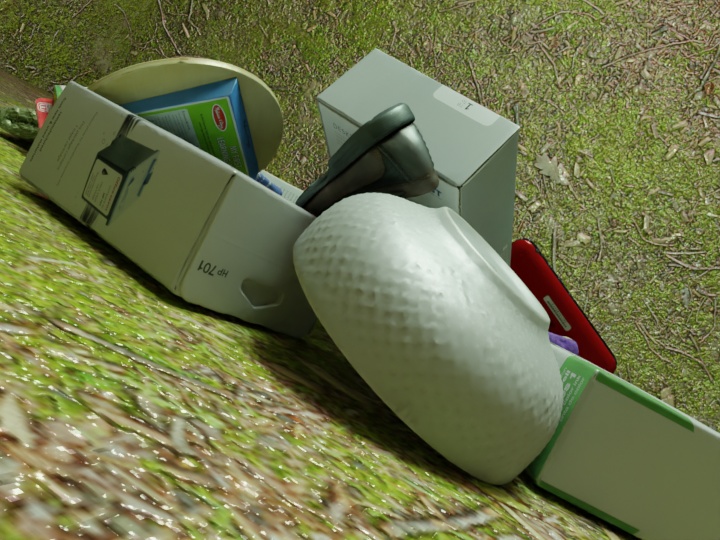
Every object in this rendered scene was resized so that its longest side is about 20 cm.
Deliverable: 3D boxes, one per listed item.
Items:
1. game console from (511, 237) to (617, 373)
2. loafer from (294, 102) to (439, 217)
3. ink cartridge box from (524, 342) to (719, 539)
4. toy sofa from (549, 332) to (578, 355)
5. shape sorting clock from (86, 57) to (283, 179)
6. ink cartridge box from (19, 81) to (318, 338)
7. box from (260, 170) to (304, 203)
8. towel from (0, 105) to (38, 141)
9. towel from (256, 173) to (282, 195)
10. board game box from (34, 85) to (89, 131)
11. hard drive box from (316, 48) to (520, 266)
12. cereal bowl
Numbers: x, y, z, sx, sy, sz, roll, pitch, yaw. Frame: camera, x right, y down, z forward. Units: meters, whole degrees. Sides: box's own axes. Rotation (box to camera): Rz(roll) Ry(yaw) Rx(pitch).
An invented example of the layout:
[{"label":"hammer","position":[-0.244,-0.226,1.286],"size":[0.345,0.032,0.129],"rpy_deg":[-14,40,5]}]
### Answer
[{"label":"game console","position":[0.221,0.069,0.987],"size":[0.201,0.172,0.118],"rpy_deg":[54,30,3]},{"label":"loafer","position":[-0.001,-0.055,0.567],"size":[0.063,0.072,0.200],"rpy_deg":[55,-22,1]},{"label":"ink cartridge box","position":[0.176,0.119,0.560],"size":[0.143,0.085,0.200],"rpy_deg":[28,2,-7]},{"label":"toy sofa","position":[0.191,0.109,0.804],"size":[0.199,0.099,0.083],"rpy_deg":[27,3,-40]},{"label":"shape sorting clock","position":[-0.164,-0.115,0.658],"size":[0.199,0.198,0.040],"rpy_deg":[25,45,-53]},{"label":"ink cartridge box","position":[-0.125,-0.043,0.542],"size":[0.199,0.087,0.146],"rpy_deg":[28,0,34]},{"label":"box","position":[-0.077,-0.059,1.201],"size":[0.198,0.107,0.152],"rpy_deg":[28,2,11]},{"label":"towel","position":[-0.295,-0.148,0.849],"size":[0.197,0.037,0.148],"rpy_deg":[11,5,-11]},{"label":"towel","position":[-0.220,-0.148,1.055],"size":[0.199,0.024,0.144],"rpy_deg":[35,-25,-33]},{"label":"board game box","position":[-0.225,-0.144,0.771],"size":[0.197,0.030,0.097],"rpy_deg":[-5,59,-27]},{"label":"hard drive box","position":[0.053,-0.066,0.657],"size":[0.155,0.077,0.201],"rpy_deg":[37,-22,28]},{"label":"cereal bowl","position":[0.055,0.024,0.460],"size":[0.200,0.083,0.200],"rpy_deg":[44,14,-13]}]
